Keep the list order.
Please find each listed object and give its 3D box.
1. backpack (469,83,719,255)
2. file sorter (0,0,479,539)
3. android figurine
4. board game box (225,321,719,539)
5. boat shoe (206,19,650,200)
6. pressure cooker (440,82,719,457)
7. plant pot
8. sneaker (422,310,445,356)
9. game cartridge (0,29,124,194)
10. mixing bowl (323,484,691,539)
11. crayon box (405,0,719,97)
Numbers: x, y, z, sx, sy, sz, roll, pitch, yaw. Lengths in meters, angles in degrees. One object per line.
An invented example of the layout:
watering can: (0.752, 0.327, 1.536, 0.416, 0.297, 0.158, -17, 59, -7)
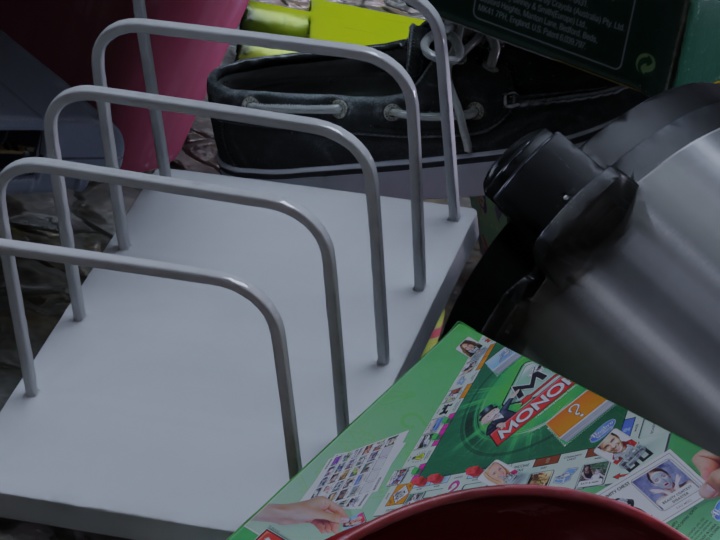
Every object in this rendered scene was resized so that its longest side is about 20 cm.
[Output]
backpack: (0.129, -0.042, 1.273, 0.150, 0.178, 0.200, -18, 35, -13)
file sorter: (-0.053, -0.012, 1.032, 0.139, 0.125, 0.200, 8, 39, 17)
android figurine: (0.030, -0.103, 1.537, 0.200, 0.041, 0.182, 11, 21, -7)
board game box: (0.024, 0.109, 0.910, 0.134, 0.029, 0.200, 27, 53, 31)
boat shoe: (0.036, -0.074, 1.152, 0.199, 0.068, 0.074, -5, 29, 11)
pressure cooker: (0.125, 0.029, 1.047, 0.179, 0.176, 0.200, -24, 57, -39)
plant pot: (-0.132, -0.153, 1.368, 0.200, 0.179, 0.200, 13, 22, -5)
sneaker: (0.000, 0.000, 1.198, 0.078, 0.090, 0.200, 7, 22, -17)
game cartridge: (-0.209, -0.070, 1.107, 0.200, 0.041, 0.133, -3, 23, -37)
mixing bowl: (0.011, 0.149, 0.743, 0.200, 0.200, 0.108, 3, 2, -27)
crayon box: (0.127, -0.128, 1.158, 0.126, 0.052, 0.200, 23, 25, 29)
